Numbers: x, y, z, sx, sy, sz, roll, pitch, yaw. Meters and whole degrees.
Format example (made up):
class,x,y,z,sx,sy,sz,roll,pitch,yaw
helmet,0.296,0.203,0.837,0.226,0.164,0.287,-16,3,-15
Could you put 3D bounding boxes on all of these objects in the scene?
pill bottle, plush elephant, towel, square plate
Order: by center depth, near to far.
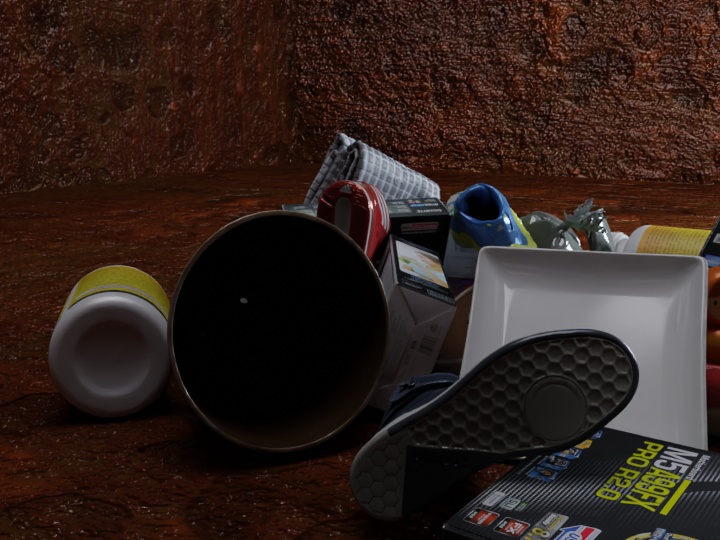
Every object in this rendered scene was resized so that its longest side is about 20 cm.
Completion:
class,x,y,z,sx,sy,sz,roll,pitch,yaw
square plate,0.183,0.072,0.694,0.195,0.202,0.029,3,-31,19
pill bottle,-0.241,0.059,0.827,0.110,0.115,0.200,-3,12,-13
plush elephant,0.248,0.009,0.997,0.199,0.154,0.167,-32,34,39
towel,0.001,-0.047,1.047,0.164,0.203,0.085,18,9,-45
pill bottle,0.403,0.002,1.070,0.197,0.116,0.112,8,14,38

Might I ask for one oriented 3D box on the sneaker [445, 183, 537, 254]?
class,x,y,z,sx,sy,sz,roll,pitch,yaw
sneaker,0.140,-0.071,0.964,0.075,0.106,0.200,-33,32,-3

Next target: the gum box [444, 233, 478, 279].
class,x,y,z,sx,sy,sz,roll,pitch,yaw
gum box,0.169,-0.033,1.160,0.196,0.068,0.113,5,15,27

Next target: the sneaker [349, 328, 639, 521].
class,x,y,z,sx,sy,sz,roll,pitch,yaw
sneaker,0.093,0.094,0.590,0.199,0.078,0.146,-27,-4,12

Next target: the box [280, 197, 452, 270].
class,x,y,z,sx,sy,sz,roll,pitch,yaw
box,0.000,0.000,0.974,0.195,0.162,0.046,-4,31,-19

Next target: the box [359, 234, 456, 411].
class,x,y,z,sx,sy,sz,roll,pitch,yaw
box,0.038,0.048,0.817,0.059,0.119,0.200,19,15,-4

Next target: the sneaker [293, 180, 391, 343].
class,x,y,z,sx,sy,sz,roll,pitch,yaw
sneaker,-0.005,0.007,0.862,0.077,0.204,0.115,19,15,19

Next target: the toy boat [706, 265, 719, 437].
class,x,y,z,sx,sy,sz,roll,pitch,yaw
toy boat,0.319,0.063,0.738,0.128,0.134,0.199,-6,13,-24

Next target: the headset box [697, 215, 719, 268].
class,x,y,z,sx,sy,sz,roll,pitch,yaw
headset box,0.452,0.032,0.796,0.198,0.094,0.174,29,2,-20

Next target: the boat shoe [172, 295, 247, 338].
class,x,y,z,sx,sy,sz,roll,pitch,yaw
boat shoe,-0.166,0.050,0.966,0.067,0.074,0.198,-6,14,-44

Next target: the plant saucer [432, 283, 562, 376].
class,x,y,z,sx,sy,sz,roll,pitch,yaw
plant saucer,0.134,0.049,0.817,0.198,0.035,0.201,-30,16,9

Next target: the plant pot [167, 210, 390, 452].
class,x,y,z,sx,sy,sz,roll,pitch,yaw
plant pot,-0.094,0.053,0.750,0.183,0.192,0.199,-5,-1,-21

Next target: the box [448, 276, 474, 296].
class,x,y,z,sx,sy,sz,roll,pitch,yaw
box,0.203,0.021,1.169,0.196,0.040,0.136,6,14,30

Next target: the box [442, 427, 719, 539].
class,x,y,z,sx,sy,sz,roll,pitch,yaw
box,0.164,0.157,0.508,0.158,0.045,0.198,7,14,37
